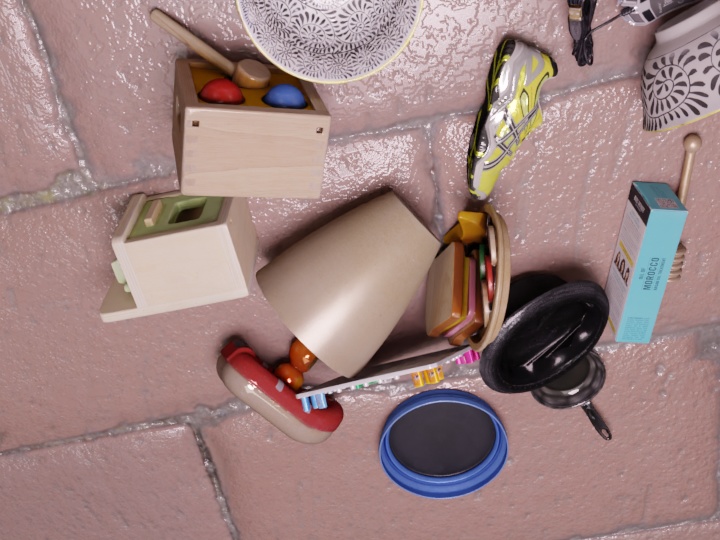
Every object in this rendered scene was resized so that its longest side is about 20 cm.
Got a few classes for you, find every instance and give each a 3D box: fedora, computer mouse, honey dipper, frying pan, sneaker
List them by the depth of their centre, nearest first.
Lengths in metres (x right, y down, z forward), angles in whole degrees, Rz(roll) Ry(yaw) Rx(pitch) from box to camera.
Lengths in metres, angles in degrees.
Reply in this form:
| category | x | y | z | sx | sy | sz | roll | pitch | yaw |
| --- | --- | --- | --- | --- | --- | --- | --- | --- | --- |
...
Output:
| category | x | y | z | sx | sy | sz | roll | pitch | yaw |
| --- | --- | --- | --- | --- | --- | --- | --- | --- | --- |
| computer mouse | 0.325 | -0.315 | 0.960 | 0.199 | 0.044 | 0.110 | -25 | 142 | 9 |
| sneaker | 0.180 | -0.173 | 1.032 | 0.076 | 0.076 | 0.201 | 11 | 122 | -6 |
| honey dipper | 0.419 | -0.080 | 1.111 | 0.038 | 0.038 | 0.201 | 1 | 118 | -1 |
| fedora | 0.234 | 0.072 | 1.154 | 0.199 | 0.092 | 0.202 | -14 | 131 | -17 |
| frying pan | 0.334 | 0.173 | 1.262 | 0.189 | 0.031 | 0.115 | 28 | 117 | -19 |

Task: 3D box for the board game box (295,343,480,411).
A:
| category | x | y | z | sx | sy | sz | roll | pitch | yaw |
| --- | --- | --- | --- | --- | --- | --- | --- | --- | --- |
| board game box | 0.044 | 0.141 | 1.136 | 0.199 | 0.200 | 0.026 | -16 | 86 | 24 |

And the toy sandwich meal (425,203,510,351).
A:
| category | x | y | z | sx | sy | sz | roll | pitch | yaw |
| --- | --- | --- | --- | --- | --- | --- | --- | --- | --- |
| toy sandwich meal | 0.133 | 0.009 | 1.080 | 0.070 | 0.206 | 0.206 | 4 | 121 | -6 |

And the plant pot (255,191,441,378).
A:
| category | x | y | z | sx | sy | sz | roll | pitch | yaw |
| --- | --- | --- | --- | --- | --- | --- | --- | --- | --- |
| plant pot | 0.000 | 0.000 | 1.090 | 0.200 | 0.187 | 0.187 | -44 | 112 | 7 |

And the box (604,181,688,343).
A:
| category | x | y | z | sx | sy | sz | roll | pitch | yaw |
| --- | --- | --- | --- | --- | --- | --- | --- | --- | --- |
| box | 0.371 | -0.009 | 1.125 | 0.049 | 0.082 | 0.201 | 3 | 121 | -3 |

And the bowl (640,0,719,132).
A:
| category | x | y | z | sx | sy | sz | roll | pitch | yaw |
| --- | --- | --- | --- | --- | --- | --- | --- | --- | --- |
| bowl | 0.386 | -0.244 | 0.936 | 0.200 | 0.201 | 0.095 | -28 | 101 | 16 |

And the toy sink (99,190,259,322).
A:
| category | x | y | z | sx | sy | sz | roll | pitch | yaw |
| --- | --- | --- | --- | --- | --- | --- | --- | --- | --- |
| toy sink | -0.243 | -0.030 | 1.085 | 0.198 | 0.131 | 0.113 | -10 | 120 | 7 |

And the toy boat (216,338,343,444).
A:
| category | x | y | z | sx | sy | sz | roll | pitch | yaw |
| --- | --- | --- | --- | --- | --- | --- | --- | --- | --- |
| toy boat | -0.099 | 0.152 | 1.214 | 0.200 | 0.130 | 0.131 | 41 | 84 | -22 |

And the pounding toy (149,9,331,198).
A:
| category | x | y | z | sx | sy | sz | roll | pitch | yaw |
| --- | --- | --- | --- | --- | --- | --- | --- | --- | --- |
| pounding toy | -0.145 | -0.192 | 0.974 | 0.183 | 0.200 | 0.143 | 0 | 122 | -17 |

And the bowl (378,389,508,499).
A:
| category | x | y | z | sx | sy | sz | roll | pitch | yaw |
| --- | --- | --- | --- | --- | --- | --- | --- | --- | --- |
| bowl | 0.128 | 0.267 | 1.314 | 0.199 | 0.039 | 0.202 | 0 | 121 | 0 |

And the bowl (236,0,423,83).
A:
| category | x | y | z | sx | sy | sz | roll | pitch | yaw |
| --- | --- | --- | --- | --- | --- | --- | --- | --- | --- |
| bowl | -0.033 | -0.316 | 0.926 | 0.199 | 0.094 | 0.202 | 0 | 121 | -1 |
